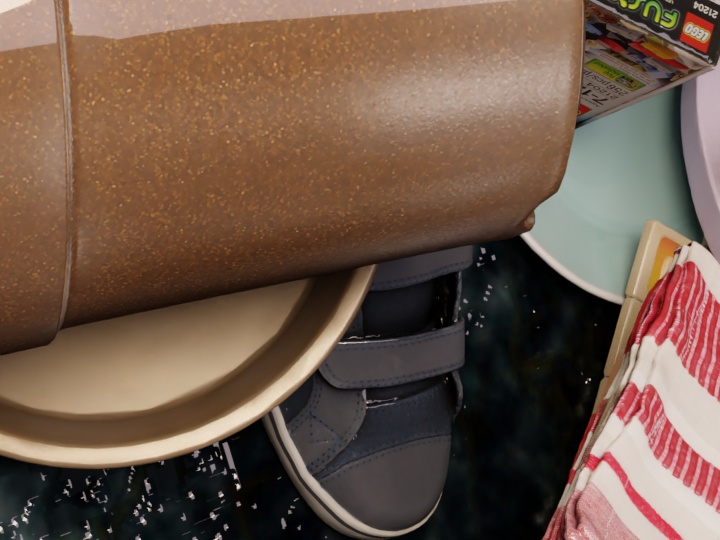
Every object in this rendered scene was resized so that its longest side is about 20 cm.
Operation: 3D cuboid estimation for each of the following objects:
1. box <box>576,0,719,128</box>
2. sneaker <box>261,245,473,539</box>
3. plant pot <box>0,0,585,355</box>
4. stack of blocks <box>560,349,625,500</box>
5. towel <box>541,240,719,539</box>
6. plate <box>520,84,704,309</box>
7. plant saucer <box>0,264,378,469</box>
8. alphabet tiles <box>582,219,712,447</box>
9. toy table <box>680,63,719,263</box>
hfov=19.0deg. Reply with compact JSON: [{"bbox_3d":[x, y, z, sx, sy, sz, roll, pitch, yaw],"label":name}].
[{"bbox_3d":[0.024,-0.116,0.773,0.199,0.110,0.035,24,74,-17],"label":"box"},{"bbox_3d":[0.000,0.000,0.779,0.078,0.079,0.202,-16,93,-34],"label":"sneaker"},{"bbox_3d":[-0.051,-0.073,0.623,0.196,0.200,0.202,-5,85,-15],"label":"plant pot"},{"bbox_3d":[0.166,0.128,0.859,0.200,0.058,0.116,35,70,-32],"label":"stack of blocks"},{"bbox_3d":[0.143,0.082,0.736,0.144,0.023,0.200,39,37,-4],"label":"towel"},{"bbox_3d":[0.113,-0.082,0.896,0.199,0.026,0.202,5,80,-33],"label":"plate"},{"bbox_3d":[-0.088,-0.034,0.714,0.198,0.029,0.202,1,78,-6],"label":"plant saucer"},{"bbox_3d":[0.158,0.071,0.894,0.166,0.006,0.202,26,75,-34],"label":"alphabet tiles"},{"bbox_3d":[0.210,-0.049,0.831,0.183,0.117,0.201,-23,73,-22],"label":"toy table"}]
